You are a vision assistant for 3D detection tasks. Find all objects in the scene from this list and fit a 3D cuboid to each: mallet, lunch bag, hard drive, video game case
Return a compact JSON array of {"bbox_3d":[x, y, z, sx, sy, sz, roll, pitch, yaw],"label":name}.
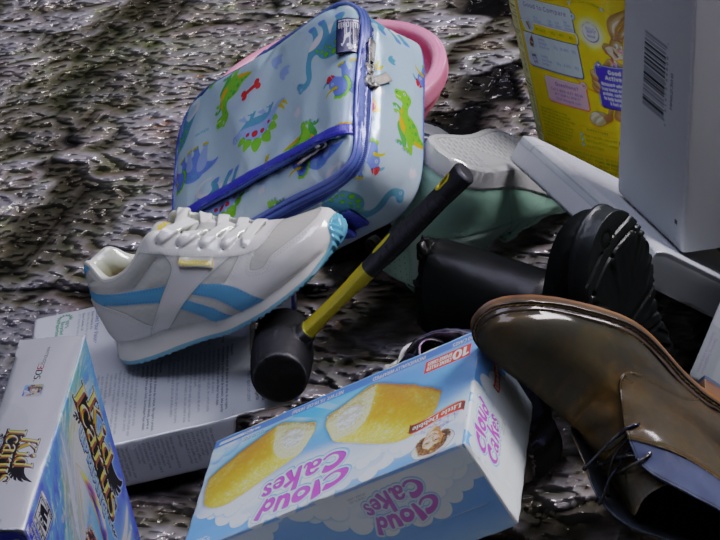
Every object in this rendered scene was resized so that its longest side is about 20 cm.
[{"bbox_3d":[0.000,0.000,1.537,0.200,0.041,0.066,-47,18,14],"label":"mallet"},{"bbox_3d":[-0.045,-0.081,1.654,0.200,0.082,0.161,-25,49,39],"label":"lunch bag"},{"bbox_3d":[0.194,-0.022,1.593,0.027,0.132,0.200,-59,31,12],"label":"hard drive"},{"bbox_3d":[-0.168,0.170,1.353,0.045,0.201,0.182,-6,32,8],"label":"video game case"}]

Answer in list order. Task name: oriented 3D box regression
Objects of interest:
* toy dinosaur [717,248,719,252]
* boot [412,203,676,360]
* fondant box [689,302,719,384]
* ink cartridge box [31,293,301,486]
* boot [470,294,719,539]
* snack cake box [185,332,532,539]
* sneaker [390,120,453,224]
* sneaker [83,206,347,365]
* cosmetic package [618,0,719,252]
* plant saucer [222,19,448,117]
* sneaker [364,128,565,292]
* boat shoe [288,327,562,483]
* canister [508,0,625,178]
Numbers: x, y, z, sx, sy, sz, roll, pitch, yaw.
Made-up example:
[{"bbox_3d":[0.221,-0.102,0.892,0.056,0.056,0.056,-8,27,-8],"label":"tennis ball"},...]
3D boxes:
[{"bbox_3d":[0.289,-0.081,1.694,0.088,0.047,0.200,-31,21,29],"label":"toy dinosaur"},{"bbox_3d":[0.106,0.013,1.498,0.162,0.199,0.074,20,64,30],"label":"boot"},{"bbox_3d":[0.309,0.035,1.422,0.200,0.058,0.145,24,93,46],"label":"fondant box"},{"bbox_3d":[-0.135,0.076,1.644,0.199,0.043,0.197,-12,28,4],"label":"ink cartridge box"},{"bbox_3d":[0.152,0.088,1.387,0.199,0.075,0.097,26,37,-18],"label":"boot"},{"bbox_3d":[-0.001,0.126,1.425,0.199,0.067,0.115,-24,25,23],"label":"snack cake box"},{"bbox_3d":[-0.008,-0.066,1.799,0.198,0.081,0.115,-14,16,16],"label":"sneaker"},{"bbox_3d":[-0.100,-0.004,1.586,0.199,0.081,0.077,-22,14,28],"label":"sneaker"},{"bbox_3d":[0.281,-0.134,1.538,0.199,0.200,0.123,-6,23,-13],"label":"cosmetic package"},{"bbox_3d":[-0.023,-0.137,1.934,0.200,0.051,0.201,-12,30,7],"label":"plant saucer"},{"bbox_3d":[0.080,-0.035,1.700,0.074,0.119,0.200,39,20,28],"label":"sneaker"},{"bbox_3d":[0.027,0.080,1.515,0.199,0.093,0.075,-2,33,23],"label":"boat shoe"},{"bbox_3d":[0.179,-0.160,1.734,0.086,0.201,0.148,-35,36,-30],"label":"canister"}]
